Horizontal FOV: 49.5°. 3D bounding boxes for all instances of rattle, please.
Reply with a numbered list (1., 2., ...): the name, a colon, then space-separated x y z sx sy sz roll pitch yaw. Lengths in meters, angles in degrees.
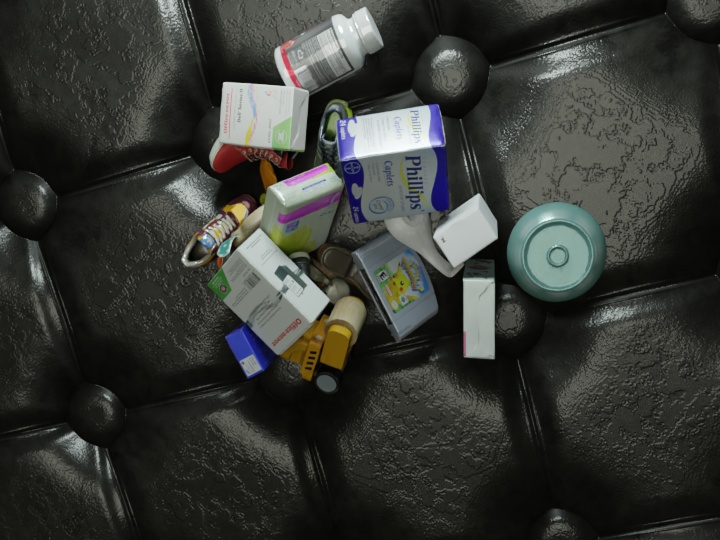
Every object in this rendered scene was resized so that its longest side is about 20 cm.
1. rattle: -0.238 -0.120 1.581 0.198 0.130 0.144 -32 98 -2

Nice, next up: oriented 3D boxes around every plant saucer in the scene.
1. plant saucer: 0.392 -0.032 1.557 0.196 0.036 0.204 2 102 10

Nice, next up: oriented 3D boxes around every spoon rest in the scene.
1. spoon rest: 0.125 -0.070 1.581 0.099 0.061 0.201 -40 90 -19

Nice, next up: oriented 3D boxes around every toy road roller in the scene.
1. toy road roller: -0.081 0.140 1.606 0.144 0.123 0.202 21 125 3

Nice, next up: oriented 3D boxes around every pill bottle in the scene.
1. pill bottle: -0.059 -0.424 1.515 0.197 0.111 0.112 -24 97 14

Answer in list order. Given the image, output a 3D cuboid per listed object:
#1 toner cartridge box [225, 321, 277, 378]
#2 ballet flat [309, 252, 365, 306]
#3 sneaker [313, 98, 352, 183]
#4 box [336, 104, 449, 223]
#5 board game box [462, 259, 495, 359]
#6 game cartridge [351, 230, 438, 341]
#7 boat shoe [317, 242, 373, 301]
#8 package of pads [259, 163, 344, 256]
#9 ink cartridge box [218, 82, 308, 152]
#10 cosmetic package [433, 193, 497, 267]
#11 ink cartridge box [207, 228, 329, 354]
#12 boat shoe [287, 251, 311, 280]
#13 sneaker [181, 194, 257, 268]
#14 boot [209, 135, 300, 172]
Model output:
1. toner cartridge box: -0.207 0.140 1.613 0.043 0.200 0.096 -25 97 16
2. ballet flat: -0.078 0.024 1.635 0.199 0.068 0.068 37 104 0
3. sneaker: -0.063 -0.241 1.570 0.072 0.081 0.204 7 103 9
4. box: 0.065 -0.198 1.486 0.196 0.106 0.185 -9 144 3
5. board game box: 0.231 0.070 1.521 0.063 0.200 0.151 1 102 9
6. game cartridge: 0.077 0.023 1.584 0.040 0.132 0.203 -18 102 56
7. boat shoe: 0.000 0.000 1.618 0.199 0.068 0.072 35 95 -20
8. package of pads: -0.120 -0.105 1.534 0.068 0.153 0.201 48 143 21
9. ink cartridge box: -0.203 -0.296 1.501 0.196 0.067 0.120 9 99 23
10. cosmetic package: 0.204 -0.080 1.495 0.101 0.200 0.072 -34 95 15
11. ink cartridge box: -0.177 0.044 1.512 0.200 0.083 0.146 46 133 -4
12. boat shoe: -0.141 0.047 1.595 0.200 0.073 0.067 -56 44 44
13. sneaker: -0.294 -0.076 1.640 0.075 0.090 0.200 44 105 -2
14. boot: -0.209 -0.233 1.574 0.199 0.072 0.146 -37 64 14
